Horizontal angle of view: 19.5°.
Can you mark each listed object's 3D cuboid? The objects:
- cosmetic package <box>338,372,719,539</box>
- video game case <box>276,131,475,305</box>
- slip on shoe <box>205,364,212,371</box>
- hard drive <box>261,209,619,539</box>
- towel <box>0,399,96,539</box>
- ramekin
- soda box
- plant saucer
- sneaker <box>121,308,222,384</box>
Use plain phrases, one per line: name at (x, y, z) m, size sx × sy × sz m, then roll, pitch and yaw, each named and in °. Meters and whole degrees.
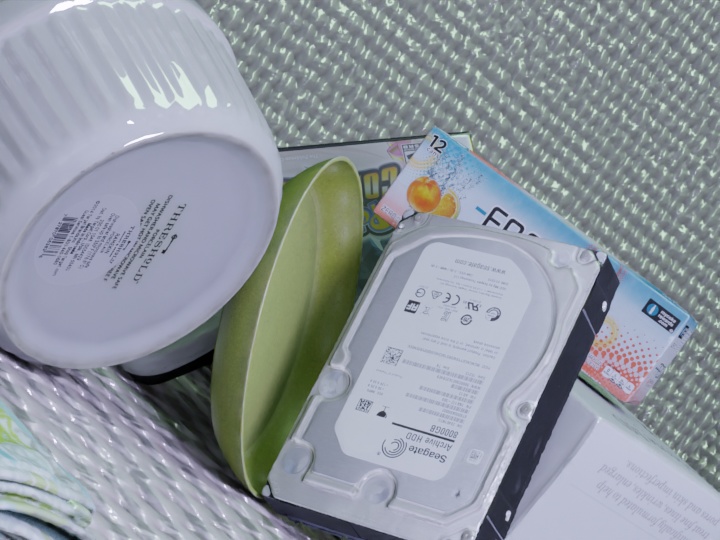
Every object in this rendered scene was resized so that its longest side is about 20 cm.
cosmetic package at (0.085, 0.131, 1.287) m, size 0.165 × 0.165 × 0.200 m, roll 33°, pitch 7°, yaw -43°
video game case at (0.000, 0.000, 1.421) m, size 0.026 × 0.199 × 0.182 m, roll 130°, pitch -49°, yaw -65°
slip on shoe at (-0.122, 0.019, 1.424) m, size 0.060 × 0.076 × 0.200 m, roll -13°, pitch -44°, yaw 33°
hard drive at (0.046, 0.065, 1.188) m, size 0.139 × 0.201 × 0.038 m, roll 14°, pitch -25°, yaw 31°
towel at (-0.192, 0.031, 0.736) m, size 0.200 × 0.048 × 0.171 m, roll 41°, pitch 3°, yaw 24°
ramekin at (-0.134, -0.041, 1.074) m, size 0.105 × 0.200 × 0.200 m, roll 53°, pitch 11°, yaw 34°
soda box at (0.107, -0.003, 1.286) m, size 0.200 × 0.069 × 0.064 m, roll 38°, pitch 4°, yaw 13°
plant saucer at (-0.044, 0.030, 1.203) m, size 0.031 × 0.201 × 0.200 m, roll 13°, pitch -2°, yaw 14°
sneaker at (-0.065, 0.043, 1.303) m, size 0.073 × 0.200 × 0.112 m, roll 13°, pitch -52°, yaw 35°
